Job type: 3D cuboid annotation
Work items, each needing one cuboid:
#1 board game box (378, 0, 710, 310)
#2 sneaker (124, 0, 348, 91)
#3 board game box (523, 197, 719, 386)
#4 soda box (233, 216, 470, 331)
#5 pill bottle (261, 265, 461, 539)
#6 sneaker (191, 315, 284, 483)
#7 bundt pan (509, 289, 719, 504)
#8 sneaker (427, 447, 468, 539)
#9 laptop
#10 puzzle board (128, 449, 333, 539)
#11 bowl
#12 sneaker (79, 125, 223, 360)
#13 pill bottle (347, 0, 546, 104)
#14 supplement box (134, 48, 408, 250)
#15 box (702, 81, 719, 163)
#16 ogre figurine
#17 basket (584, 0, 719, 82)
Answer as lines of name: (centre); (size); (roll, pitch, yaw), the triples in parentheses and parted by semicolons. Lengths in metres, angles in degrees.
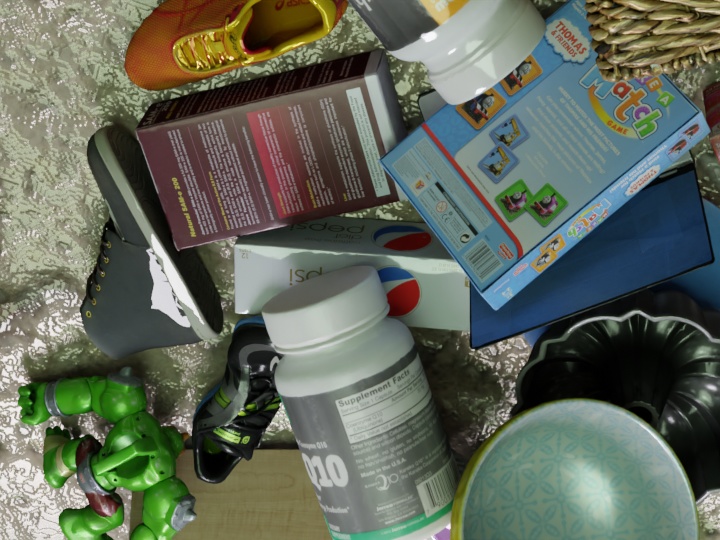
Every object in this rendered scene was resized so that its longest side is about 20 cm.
board game box: (0.131, -0.090, 1.245); (0.200, 0.152, 0.037); (-40, 145, 5)
sneaker: (-0.102, -0.183, 1.292); (0.198, 0.077, 0.073); (-20, 114, 28)
board game box: (0.220, 0.007, 1.370); (0.157, 0.039, 0.201); (24, 124, -6)
soda box: (0.000, 0.000, 1.377); (0.198, 0.068, 0.064); (4, 116, 6)
pill bottle: (0.000, 0.106, 1.320); (0.112, 0.113, 0.202); (-16, 102, 15)
sneaker: (-0.091, 0.109, 1.414); (0.070, 0.083, 0.200); (18, 135, -14)
bundt pan: (0.219, 0.093, 1.355); (0.199, 0.076, 0.204); (4, 125, 6)
sneaker: (0.010, 0.162, 1.438); (0.201, 0.072, 0.114); (51, 122, 8)
laptop: (0.144, -0.071, 1.257); (0.186, 0.116, 0.202); (-21, 87, 16)
puzzle board: (-0.106, 0.231, 1.484); (0.198, 0.017, 0.153); (-2, 76, 13)
bowl: (0.148, 0.201, 1.315); (0.198, 0.108, 0.203); (2, 83, -18)
sneaker: (-0.199, -0.014, 1.393); (0.105, 0.075, 0.201); (-18, 114, 14)
pill bottle: (0.039, -0.226, 1.232); (0.116, 0.117, 0.200); (-34, 108, 22)
supplement box: (-0.064, -0.094, 1.343); (0.198, 0.061, 0.110); (-11, 114, 12)
box: (0.359, -0.118, 1.252); (0.199, 0.100, 0.096); (-25, 111, 19)
ogre figurine: (-0.209, 0.172, 1.459); (0.119, 0.202, 0.098); (-30, 152, 26)
basket: (0.215, -0.238, 1.154); (0.141, 0.200, 0.150); (-10, 115, 14)
